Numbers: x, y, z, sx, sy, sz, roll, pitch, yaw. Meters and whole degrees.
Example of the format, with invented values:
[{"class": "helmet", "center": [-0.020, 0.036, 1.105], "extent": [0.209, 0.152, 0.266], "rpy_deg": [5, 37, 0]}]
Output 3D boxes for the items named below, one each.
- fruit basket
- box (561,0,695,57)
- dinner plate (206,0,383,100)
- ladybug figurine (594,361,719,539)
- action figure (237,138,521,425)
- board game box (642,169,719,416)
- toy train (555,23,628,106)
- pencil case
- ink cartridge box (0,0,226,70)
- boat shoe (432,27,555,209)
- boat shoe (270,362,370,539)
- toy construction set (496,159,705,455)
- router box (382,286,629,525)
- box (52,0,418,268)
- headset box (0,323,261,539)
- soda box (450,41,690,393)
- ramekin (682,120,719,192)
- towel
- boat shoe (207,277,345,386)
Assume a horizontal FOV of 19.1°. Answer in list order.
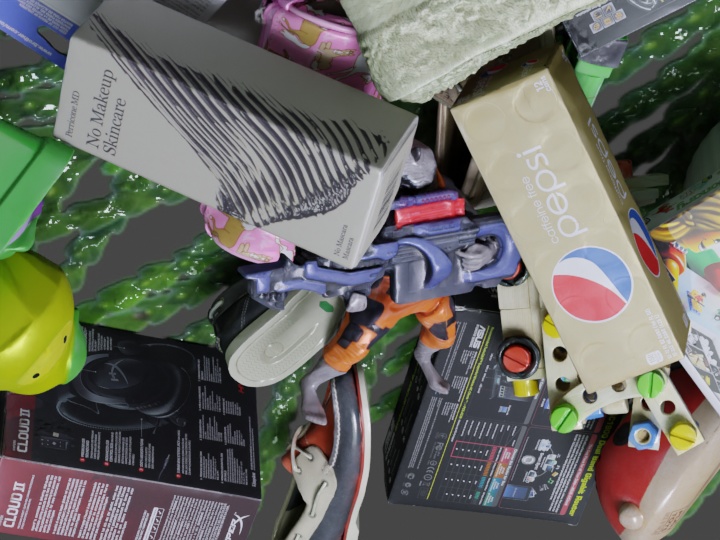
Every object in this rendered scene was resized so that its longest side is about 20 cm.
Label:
[{"class": "fruit basket", "center": [-0.240, 0.011, 1.301], "extent": [0.215, 0.155, 0.216], "rpy_deg": [-1, 93, -21]}, {"class": "box", "center": [0.181, -0.240, 1.240], "extent": [0.200, 0.044, 0.160], "rpy_deg": [-27, 100, 16]}, {"class": "dinner plate", "center": [-0.045, -0.172, 1.333], "extent": [0.200, 0.024, 0.201], "rpy_deg": [-2, 129, -3]}, {"class": "ladybug figurine", "center": [0.223, 0.119, 1.510], "extent": [0.072, 0.200, 0.136], "rpy_deg": [36, 128, 12]}, {"class": "action figure", "center": [0.000, 0.000, 1.354], "extent": [0.200, 0.105, 0.194], "rpy_deg": [-3, 122, -26]}, {"class": "board game box", "center": [0.262, 0.031, 1.354], "extent": [0.126, 0.035, 0.200], "rpy_deg": [-33, 105, 21]}, {"class": "toy train", "center": [0.146, -0.142, 1.354], "extent": [0.042, 0.056, 0.200], "rpy_deg": [9, 128, -13]}, {"class": "pencil case", "center": [-0.040, -0.094, 1.332], "extent": [0.086, 0.083, 0.200], "rpy_deg": [32, 130, 15]}, {"class": "ink cartridge box", "center": [-0.126, -0.198, 1.264], "extent": [0.119, 0.042, 0.200], "rpy_deg": [31, 119, -27]}, {"class": "boat shoe", "center": [0.076, -0.120, 1.343], "extent": [0.065, 0.072, 0.200], "rpy_deg": [-19, 133, -22]}, {"class": "boat shoe", "center": [-0.028, 0.147, 1.573], "extent": [0.062, 0.071, 0.200], "rpy_deg": [4, 133, -5]}, {"class": "toy construction set", "center": [0.156, 0.025, 1.413], "extent": [0.131, 0.201, 0.092], "rpy_deg": [-4, 173, 13]}, {"class": "router box", "center": [0.111, 0.088, 1.537], "extent": [0.149, 0.062, 0.200], "rpy_deg": [9, 128, -11]}, {"class": "box", "center": [-0.074, -0.084, 1.246], "extent": [0.200, 0.068, 0.082], "rpy_deg": [23, 130, 8]}, {"class": "headset box", "center": [-0.174, 0.115, 1.479], "extent": [0.199, 0.149, 0.077], "rpy_deg": [10, 128, -14]}, {"class": "soda box", "center": [0.130, -0.032, 1.298], "extent": [0.068, 0.064, 0.200], "rpy_deg": [-22, 105, 20]}, {"class": "ramekin", "center": [0.309, -0.035, 1.426], "extent": [0.200, 0.105, 0.201], "rpy_deg": [-2, 130, -3]}, {"class": "towel", "center": [0.071, -0.197, 1.218], "extent": [0.200, 0.036, 0.149], "rpy_deg": [-27, 100, 9]}, {"class": "boat shoe", "center": [-0.015, -0.004, 1.448], "extent": [0.200, 0.068, 0.072], "rpy_deg": [-34, 133, 6]}]
